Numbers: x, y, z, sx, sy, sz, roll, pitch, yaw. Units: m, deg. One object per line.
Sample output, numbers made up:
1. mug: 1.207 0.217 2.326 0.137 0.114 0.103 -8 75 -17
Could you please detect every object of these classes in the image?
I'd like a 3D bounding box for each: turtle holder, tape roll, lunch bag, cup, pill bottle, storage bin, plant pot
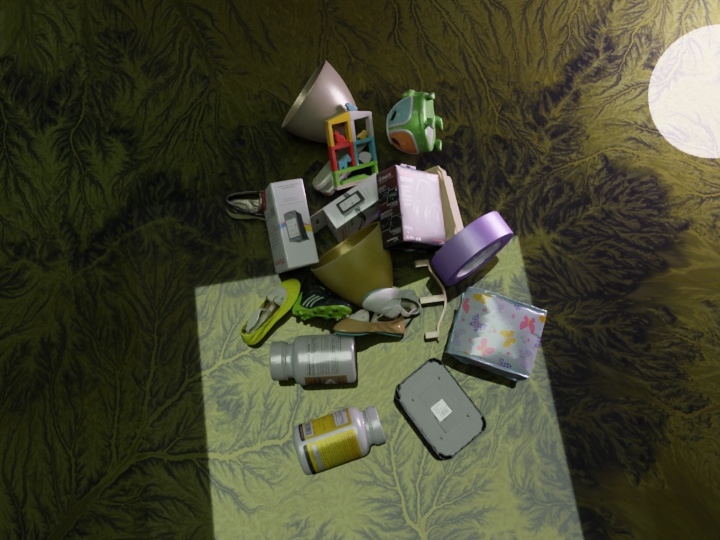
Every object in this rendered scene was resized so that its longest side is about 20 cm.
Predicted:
1. turtle holder: 0.135 -0.390 1.729 0.129 0.141 0.190 -5 83 18
2. tape roll: 0.263 -0.050 1.595 0.198 0.200 0.066 -33 75 -7
3. lunch bag: 0.311 0.146 1.581 0.196 0.127 0.173 18 78 -3
4. cup: -0.090 -0.408 1.729 0.142 0.200 0.203 33 77 -16
5. pill bottle: -0.109 0.209 1.582 0.195 0.115 0.117 -3 74 1
6. pill bottle: -0.047 0.379 1.533 0.196 0.113 0.115 -18 74 -3
7. storage bin: 0.180 0.320 1.552 0.134 0.094 0.201 -36 75 -8
8. plant pot: 0.000 0.000 1.612 0.198 0.200 0.143 -35 100 -8

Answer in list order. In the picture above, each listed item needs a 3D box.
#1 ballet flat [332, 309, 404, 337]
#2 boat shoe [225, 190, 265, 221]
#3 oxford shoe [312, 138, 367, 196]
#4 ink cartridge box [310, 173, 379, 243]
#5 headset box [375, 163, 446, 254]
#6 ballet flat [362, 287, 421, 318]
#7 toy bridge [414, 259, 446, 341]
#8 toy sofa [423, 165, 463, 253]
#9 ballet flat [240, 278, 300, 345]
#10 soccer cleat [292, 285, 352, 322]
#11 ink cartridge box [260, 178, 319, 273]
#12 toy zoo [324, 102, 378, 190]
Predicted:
1. ballet flat: 0.021 0.120 1.588 0.197 0.068 0.065 6 94 -36
2. boat shoe: -0.248 -0.166 1.716 0.195 0.065 0.075 -4 72 0
3. oxford shoe: -0.046 -0.269 1.746 0.201 0.075 0.058 -51 123 -19
4. ink cartridge box: -0.025 -0.141 1.675 0.198 0.116 0.068 -34 74 -7
5. headset box: 0.119 -0.150 1.592 0.147 0.077 0.205 6 74 -40
6. ballet flat: 0.083 0.079 1.577 0.068 0.198 0.071 0 89 36
7. toy bridge: 0.177 0.072 1.654 0.066 0.027 0.204 -7 75 -1
8. toy sofa: 0.197 -0.149 1.697 0.081 0.097 0.204 -19 73 22
9. ballet flat: -0.220 0.093 1.638 0.066 0.067 0.201 33 78 30
10. soccer cleat: -0.090 0.074 1.597 0.198 0.067 0.082 -6 58 46
11. ink cartridge box: -0.173 -0.104 1.626 0.084 0.147 0.204 -13 91 -19
12. toy zoo: -0.022 -0.316 1.691 0.129 0.020 0.204 -19 113 -28
